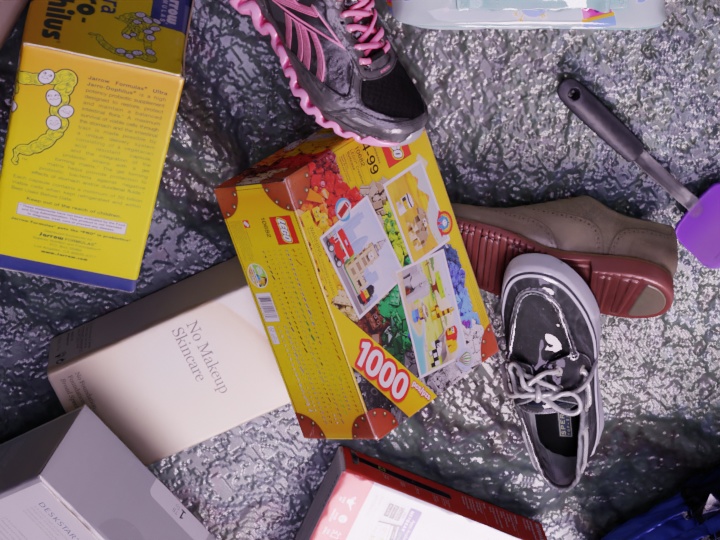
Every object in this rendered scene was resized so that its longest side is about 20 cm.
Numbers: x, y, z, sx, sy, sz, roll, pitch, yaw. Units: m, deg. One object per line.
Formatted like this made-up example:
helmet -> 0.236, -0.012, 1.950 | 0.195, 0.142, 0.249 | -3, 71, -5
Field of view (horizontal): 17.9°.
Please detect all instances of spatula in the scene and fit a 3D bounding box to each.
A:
spatula -> 0.218, -0.075, 1.695 | 0.200, 0.021, 0.057 | 40, 94, -15

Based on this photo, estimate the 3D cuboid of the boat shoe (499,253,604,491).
boat shoe -> 0.138, 0.079, 1.688 | 0.073, 0.068, 0.200 | 5, 132, 15

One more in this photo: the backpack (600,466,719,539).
backpack -> 0.275, 0.247, 1.740 | 0.200, 0.168, 0.163 | -24, 103, 8

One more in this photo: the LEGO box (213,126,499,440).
LEGO box -> 0.000, 0.000, 1.627 | 0.077, 0.149, 0.201 | -3, 113, 45

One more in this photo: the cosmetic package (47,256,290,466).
cosmetic package -> -0.121, 0.065, 1.691 | 0.200, 0.073, 0.104 | -24, 110, 5

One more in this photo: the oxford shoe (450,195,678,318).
oxford shoe -> 0.138, -0.022, 1.695 | 0.199, 0.075, 0.071 | 15, 146, 3

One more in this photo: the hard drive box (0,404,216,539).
hard drive box -> -0.224, 0.202, 1.650 | 0.200, 0.077, 0.156 | -24, 115, 40

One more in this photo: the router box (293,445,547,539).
router box -> 0.025, 0.259, 1.783 | 0.179, 0.049, 0.200 | 22, 106, -11

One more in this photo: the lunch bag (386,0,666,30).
lunch bag -> 0.114, -0.214, 1.564 | 0.199, 0.160, 0.077 | -2, 110, -3

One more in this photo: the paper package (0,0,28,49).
paper package -> -0.353, -0.150, 1.534 | 0.190, 0.103, 0.200 | 32, 68, -15

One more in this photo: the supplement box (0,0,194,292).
supplement box -> -0.187, -0.100, 1.572 | 0.109, 0.109, 0.200 | 11, 131, -8

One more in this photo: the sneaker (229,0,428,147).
sneaker -> -0.018, -0.175, 1.568 | 0.200, 0.079, 0.095 | 49, 135, 6
